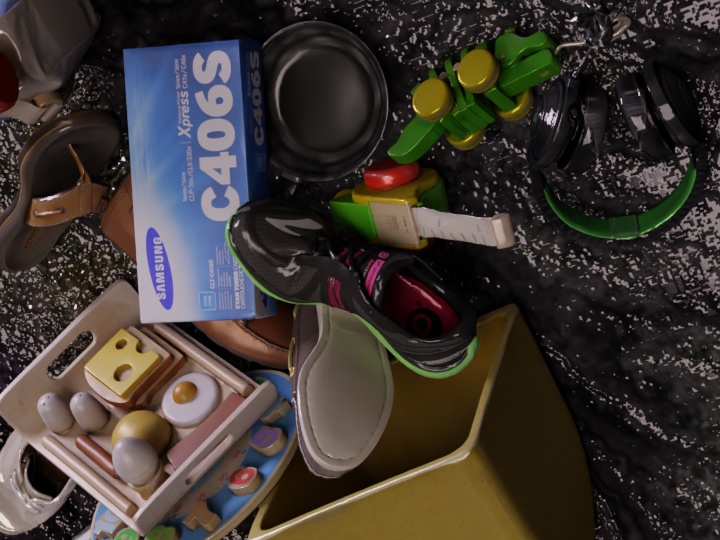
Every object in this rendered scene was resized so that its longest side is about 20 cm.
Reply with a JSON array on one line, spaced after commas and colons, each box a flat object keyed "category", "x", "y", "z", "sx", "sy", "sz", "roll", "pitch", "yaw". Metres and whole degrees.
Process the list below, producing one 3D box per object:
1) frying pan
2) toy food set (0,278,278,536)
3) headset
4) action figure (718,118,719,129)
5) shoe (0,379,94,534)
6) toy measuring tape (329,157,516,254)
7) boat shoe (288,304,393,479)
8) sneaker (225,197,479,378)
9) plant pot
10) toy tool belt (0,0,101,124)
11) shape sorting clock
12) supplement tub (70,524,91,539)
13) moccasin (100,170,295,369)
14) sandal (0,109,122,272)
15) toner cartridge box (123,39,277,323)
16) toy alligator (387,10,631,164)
[{"category": "frying pan", "x": -0.030, "y": -0.086, "z": 1.651, "sx": 0.114, "sy": 0.031, "sz": 0.192, "roll": 2, "pitch": 99, "yaw": 22}, {"category": "toy food set", "x": -0.170, "y": 0.096, "z": 1.692, "sx": 0.200, "sy": 0.144, "sz": 0.061, "roll": 32, "pitch": 162, "yaw": 42}, {"category": "headset", "x": 0.172, "y": -0.098, "z": 1.541, "sx": 0.122, "sy": 0.094, "sz": 0.201, "roll": -8, "pitch": 122, "yaw": 6}, {"category": "action figure", "x": 0.344, "y": -0.136, "z": 1.436, "sx": 0.149, "sy": 0.133, "sz": 0.201, "roll": 40, "pitch": 114, "yaw": 51}, {"category": "shoe", "x": -0.252, "y": 0.146, "z": 1.827, "sx": 0.070, "sy": 0.053, "sz": 0.200, "roll": 40, "pitch": 118, "yaw": 2}, {"category": "toy measuring tape", "x": 0.054, "y": -0.044, "z": 1.612, "sx": 0.199, "sy": 0.073, "sz": 0.074, "roll": 7, "pitch": 115, "yaw": 49}, {"category": "boat shoe", "x": -0.019, "y": 0.072, "z": 1.629, "sx": 0.071, "sy": 0.201, "sz": 0.060, "roll": 16, "pitch": 137, "yaw": -16}, {"category": "sneaker", "x": 0.000, "y": 0.000, "z": 1.592, "sx": 0.199, "sy": 0.077, "sz": 0.084, "roll": 27, "pitch": 154, "yaw": -1}, {"category": "plant pot", "x": 0.068, "y": 0.184, "z": 1.653, "sx": 0.195, "sy": 0.195, "sz": 0.201, "roll": -24, "pitch": 112, "yaw": 26}, {"category": "toy tool belt", "x": -0.276, "y": -0.150, "z": 1.642, "sx": 0.122, "sy": 0.200, "sz": 0.125, "roll": -21, "pitch": 112, "yaw": 26}, {"category": "shape sorting clock", "x": -0.124, "y": 0.148, "z": 1.702, "sx": 0.199, "sy": 0.201, "sz": 0.039, "roll": -29, "pitch": 116, "yaw": 27}, {"category": "supplement tub", "x": -0.181, "y": 0.309, "z": 1.814, "sx": 0.140, "sy": 0.140, "sz": 0.200, "roll": -38, "pitch": 94, "yaw": 28}, {"category": "moccasin", "x": -0.103, "y": -0.004, "z": 1.710, "sx": 0.201, "sy": 0.074, "sz": 0.078, "roll": 44, "pitch": 127, "yaw": 11}, {"category": "sandal", "x": -0.227, "y": -0.052, "z": 1.707, "sx": 0.055, "sy": 0.081, "sz": 0.200, "roll": 58, "pitch": 136, "yaw": 22}, {"category": "toner cartridge box", "x": -0.116, "y": -0.064, "z": 1.649, "sx": 0.094, "sy": 0.043, "sz": 0.202, "roll": -3, "pitch": 93, "yaw": 21}, {"category": "toy alligator", "x": 0.098, "y": -0.143, "z": 1.591, "sx": 0.199, "sy": 0.059, "sz": 0.055, "roll": -32, "pitch": 53, "yaw": 21}]
